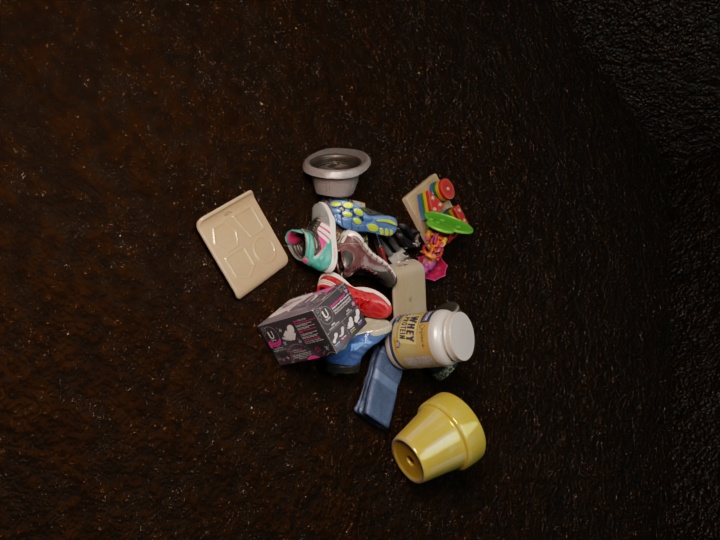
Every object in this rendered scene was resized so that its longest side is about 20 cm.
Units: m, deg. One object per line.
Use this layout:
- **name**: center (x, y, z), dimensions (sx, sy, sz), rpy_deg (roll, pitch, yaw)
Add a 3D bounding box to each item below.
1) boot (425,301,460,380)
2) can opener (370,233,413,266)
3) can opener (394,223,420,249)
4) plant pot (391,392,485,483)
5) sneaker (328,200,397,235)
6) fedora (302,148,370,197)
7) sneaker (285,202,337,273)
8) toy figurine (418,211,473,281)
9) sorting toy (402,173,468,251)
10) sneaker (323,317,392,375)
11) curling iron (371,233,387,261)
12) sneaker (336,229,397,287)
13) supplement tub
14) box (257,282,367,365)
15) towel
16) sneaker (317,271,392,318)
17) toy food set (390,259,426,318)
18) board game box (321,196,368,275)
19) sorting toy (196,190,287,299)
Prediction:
- **boot**: center (0.233, 0.202, 1.858), dimensions (0.204, 0.073, 0.154), rpy_deg (-47, 120, -4)
- **can opener**: center (0.086, -0.069, 1.867), dimensions (0.200, 0.053, 0.067), rpy_deg (50, 13, -24)
- **can opener**: center (0.125, -0.093, 1.834), dimensions (0.200, 0.078, 0.064), rpy_deg (5, 90, -79)
- **plant pot**: center (0.191, 0.449, 1.705), dimensions (0.188, 0.200, 0.202), rpy_deg (-25, 96, -31)
- **sneaker**: center (0.000, -0.135, 1.730), dimensions (0.198, 0.083, 0.071), rpy_deg (14, 94, -27)
- **fedora**: center (-0.062, -0.247, 1.711), dimensions (0.200, 0.175, 0.091), rpy_deg (-74, 166, -62)
- **sneaker**: center (-0.129, -0.093, 1.627), dimensions (0.120, 0.084, 0.201), rpy_deg (14, 53, -35)
- **toy figurine**: center (0.221, -0.055, 1.904), dimensions (0.200, 0.149, 0.185), rpy_deg (-28, 139, -64)
- **sorting toy**: center (0.247, -0.186, 2.046), dimensions (0.200, 0.069, 0.200), rpy_deg (-41, 107, -44)
- **sneaker**: center (-0.008, 0.193, 1.624), dimensions (0.199, 0.077, 0.112), rpy_deg (-19, 121, -35)
- **curling iron**: center (0.049, -0.056, 1.810), dimensions (0.049, 0.025, 0.201), rpy_deg (-22, 103, -43)
- **sneaker**: center (0.000, 0.000, 1.689), dimensions (0.200, 0.076, 0.116), rpy_deg (44, 55, -14)
- **supplement tub**: center (0.178, 0.177, 1.689), dimensions (0.144, 0.199, 0.146), rpy_deg (17, 68, -49)
- **box**: center (-0.110, 0.121, 1.482), dimensions (0.132, 0.199, 0.115), rpy_deg (-42, 108, -45)
- **towel**: center (0.052, 0.301, 1.701), dimensions (0.112, 0.048, 0.201), rpy_deg (42, 49, -33)
- **sneaker**: center (-0.021, 0.082, 1.602), dimensions (0.199, 0.079, 0.116), rpy_deg (22, 22, 0)
- **toy food set**: center (0.116, 0.078, 1.822), dimensions (0.143, 0.060, 0.202), rpy_deg (-13, 104, -47)
- **board game box**: center (-0.038, -0.093, 1.749), dimensions (0.135, 0.034, 0.202), rpy_deg (10, 70, -44)
- **sorting toy**: center (-0.270, -0.060, 1.505), dimensions (0.185, 0.036, 0.201), rpy_deg (-40, 111, -45)
